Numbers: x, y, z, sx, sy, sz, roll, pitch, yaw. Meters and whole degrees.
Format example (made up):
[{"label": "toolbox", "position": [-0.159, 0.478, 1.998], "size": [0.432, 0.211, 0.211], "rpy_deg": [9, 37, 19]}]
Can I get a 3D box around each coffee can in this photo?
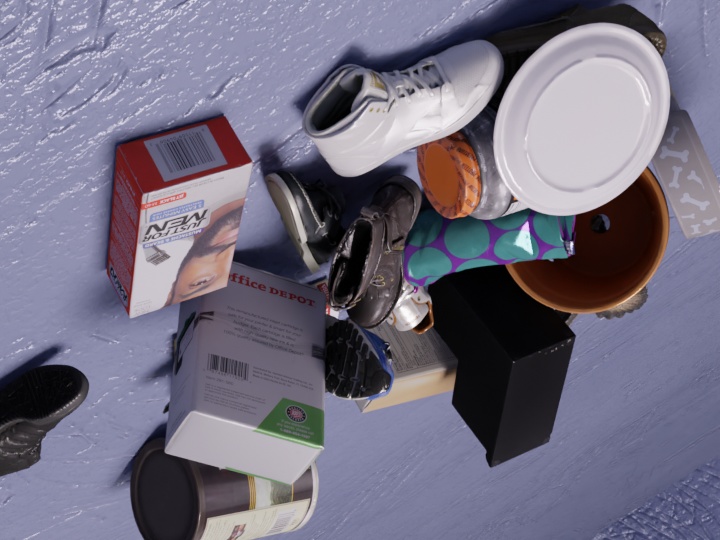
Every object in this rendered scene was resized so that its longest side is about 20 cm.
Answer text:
[{"label": "coffee can", "position": [-0.174, 0.279, 1.808], "size": [0.199, 0.147, 0.147], "rpy_deg": [-2, 143, -45]}]

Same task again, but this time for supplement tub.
[{"label": "supplement tub", "position": [0.166, -0.127, 1.475], "size": [0.199, 0.123, 0.123], "rpy_deg": [-17, 151, -25]}]

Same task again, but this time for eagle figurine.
[{"label": "eagle figurine", "position": [0.296, 0.007, 1.823], "size": [0.150, 0.202, 0.151], "rpy_deg": [-2, -158, 13]}]

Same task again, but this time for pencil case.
[{"label": "pencil case", "position": [0.142, -0.037, 1.579], "size": [0.198, 0.085, 0.093], "rpy_deg": [-10, 120, 16]}]

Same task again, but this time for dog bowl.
[{"label": "dog bowl", "position": [0.362, -0.127, 1.603], "size": [0.058, 0.201, 0.200], "rpy_deg": [-23, 156, 12]}]

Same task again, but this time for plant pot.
[{"label": "plant pot", "position": [0.272, -0.053, 1.659], "size": [0.200, 0.201, 0.140], "rpy_deg": [-39, 169, 17]}]

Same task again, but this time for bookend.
[{"label": "bookend", "position": [0.157, 0.096, 1.725], "size": [0.091, 0.199, 0.201], "rpy_deg": [-19, 139, -23]}]

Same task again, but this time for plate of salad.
[{"label": "plate of salad", "position": [0.217, -0.151, 1.394], "size": [0.198, 0.048, 0.202], "rpy_deg": [-11, 120, -19]}]

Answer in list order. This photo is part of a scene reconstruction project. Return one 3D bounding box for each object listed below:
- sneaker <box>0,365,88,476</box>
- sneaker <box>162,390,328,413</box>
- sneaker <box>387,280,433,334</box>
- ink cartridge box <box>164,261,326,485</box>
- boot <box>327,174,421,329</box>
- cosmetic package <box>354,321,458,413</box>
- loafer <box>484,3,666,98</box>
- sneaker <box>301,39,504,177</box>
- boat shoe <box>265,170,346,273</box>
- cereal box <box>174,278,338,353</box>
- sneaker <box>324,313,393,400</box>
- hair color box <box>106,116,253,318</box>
[{"label": "sneaker", "position": [-0.364, 0.169, 1.502], "size": [0.199, 0.060, 0.104], "rpy_deg": [-27, 153, 4]}, {"label": "sneaker", "position": [-0.122, 0.143, 1.636], "size": [0.199, 0.060, 0.104], "rpy_deg": [0, 140, -39]}, {"label": "sneaker", "position": [0.042, 0.017, 1.642], "size": [0.073, 0.085, 0.200], "rpy_deg": [-34, 150, 10]}, {"label": "ink cartridge box", "position": [-0.115, 0.101, 1.451], "size": [0.145, 0.201, 0.084], "rpy_deg": [18, 136, -20]}, {"label": "boot", "position": [0.000, 0.000, 1.474], "size": [0.174, 0.069, 0.201], "rpy_deg": [-52, 158, -61]}, {"label": "cosmetic package", "position": [0.070, 0.106, 1.810], "size": [0.199, 0.106, 0.071], "rpy_deg": [-9, 147, -34]}, {"label": "loafer", "position": [0.204, -0.222, 1.412], "size": [0.198, 0.068, 0.076], "rpy_deg": [-7, 137, -9]}, {"label": "sneaker", "position": [0.040, -0.166, 1.329], "size": [0.199, 0.074, 0.116], "rpy_deg": [-33, 157, 7]}, {"label": "boat shoe", "position": [-0.046, -0.059, 1.429], "size": [0.066, 0.075, 0.200], "rpy_deg": [-30, 155, -5]}, {"label": "cereal box", "position": [-0.122, 0.092, 1.654], "size": [0.199, 0.040, 0.144], "rpy_deg": [-21, 153, -19]}, {"label": "sneaker", "position": [0.002, 0.092, 1.490], "size": [0.088, 0.200, 0.079], "rpy_deg": [16, 97, -19]}, {"label": "hair color box", "position": [-0.174, -0.047, 1.327], "size": [0.110, 0.064, 0.201], "rpy_deg": [-19, 153, -24]}]
